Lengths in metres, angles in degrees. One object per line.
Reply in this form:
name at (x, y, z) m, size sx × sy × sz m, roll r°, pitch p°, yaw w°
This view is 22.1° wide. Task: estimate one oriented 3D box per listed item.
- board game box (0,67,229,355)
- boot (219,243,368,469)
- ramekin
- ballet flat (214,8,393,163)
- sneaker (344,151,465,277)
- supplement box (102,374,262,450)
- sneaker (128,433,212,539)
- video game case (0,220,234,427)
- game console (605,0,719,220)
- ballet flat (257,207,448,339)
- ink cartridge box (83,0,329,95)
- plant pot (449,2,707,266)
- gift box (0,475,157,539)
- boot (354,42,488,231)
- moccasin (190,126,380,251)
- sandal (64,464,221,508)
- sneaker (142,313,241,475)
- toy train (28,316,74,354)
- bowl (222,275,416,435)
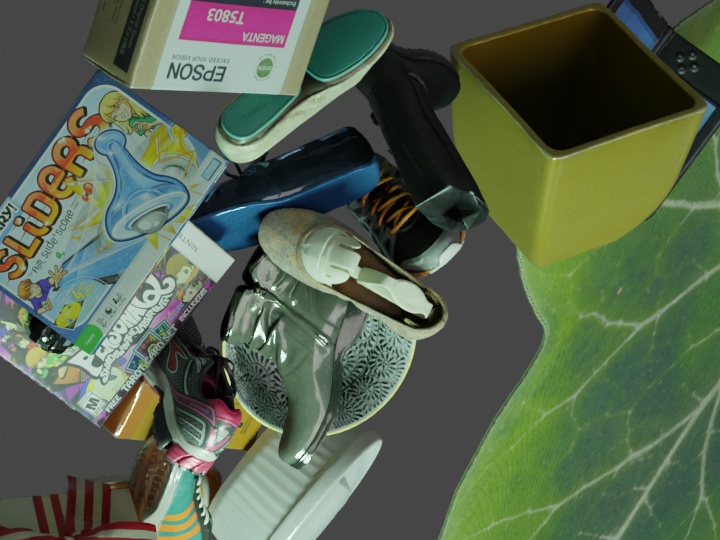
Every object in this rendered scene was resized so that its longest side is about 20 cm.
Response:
board game box at (-0.222, -0.049, 1.551) m, size 0.201 × 0.135 × 0.034 m, roll -55°, pitch -179°, yaw -1°
boot at (-0.078, 0.077, 1.747) m, size 0.130 × 0.068 × 0.201 m, roll 18°, pitch 92°, yaw -19°
ramekin at (-0.074, 0.225, 1.919) m, size 0.203 × 0.094 × 0.202 m, roll -49°, pitch 170°, yaw -12°
ballet flat at (-0.054, -0.171, 1.708) m, size 0.200 × 0.068 × 0.062 m, roll -36°, pitch 160°, yaw -13°
sneaker at (0.027, -0.061, 1.769) m, size 0.078 × 0.200 × 0.077 m, roll -44°, pitch 131°, yaw -5°
supplement box at (-0.174, 0.127, 1.802) m, size 0.199 × 0.069 × 0.067 m, roll 14°, pitch 109°, yaw -50°
sneaker at (-0.177, 0.222, 1.778) m, size 0.079 × 0.072 × 0.201 m, roll -3°, pitch 138°, yaw -26°
video game case at (-0.233, 0.014, 1.636) m, size 0.200 × 0.036 × 0.181 m, roll -51°, pitch 129°, yaw -4°
game console at (0.306, -0.184, 2.045) m, size 0.200 × 0.170 × 0.118 m, roll -53°, pitch 170°, yaw 0°
ballet flat at (0.000, 0.000, 1.698) m, size 0.199 × 0.067 × 0.068 m, roll 28°, pitch 82°, yaw -18°
ink cartridge box at (-0.117, -0.237, 1.562) m, size 0.199 × 0.075 × 0.166 m, roll -4°, pitch 121°, yaw -47°
plant pot at (0.209, -0.123, 1.909) m, size 0.193 × 0.196 × 0.201 m, roll -19°, pitch 139°, yaw -24°
gift box at (-0.291, 0.303, 1.718) m, size 0.183 × 0.200 × 0.188 m, roll -6°, pitch 129°, yaw -24°
boot at (0.073, -0.125, 1.752) m, size 0.164 × 0.201 × 0.066 m, roll 9°, pitch 130°, yaw -46°
moccasin at (-0.081, -0.075, 1.732) m, size 0.199 × 0.068 × 0.081 m, roll -18°, pitch 150°, yaw -8°
sandal at (-0.213, 0.245, 1.858) m, size 0.206 × 0.059 × 0.080 m, roll -3°, pitch 121°, yaw -47°
sneaker at (-0.150, 0.096, 1.695) m, size 0.080 × 0.201 × 0.075 m, roll 25°, pitch 118°, yaw -36°
toy train at (-0.212, -0.011, 1.594) m, size 0.200 × 0.034 × 0.046 m, roll -53°, pitch 131°, yaw -2°
bowl at (-0.053, 0.055, 1.829) m, size 0.199 × 0.094 × 0.202 m, roll -6°, pitch 108°, yaw -20°
